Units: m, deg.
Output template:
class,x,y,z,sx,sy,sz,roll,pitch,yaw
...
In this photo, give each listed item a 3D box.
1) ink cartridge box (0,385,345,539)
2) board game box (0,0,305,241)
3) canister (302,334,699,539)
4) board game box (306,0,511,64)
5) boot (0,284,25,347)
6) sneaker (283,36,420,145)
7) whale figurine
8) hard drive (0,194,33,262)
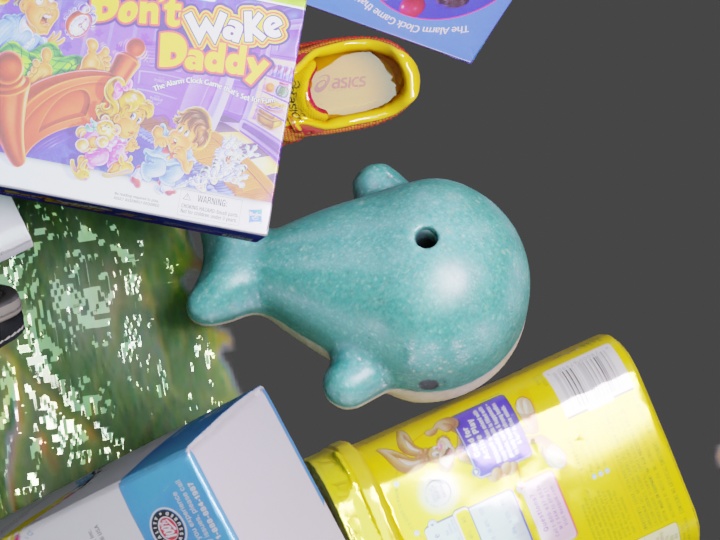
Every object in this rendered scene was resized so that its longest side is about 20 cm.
class,x,y,z,sx,sy,sz,roll,pitch,yaw
ink cartridge box,-0.122,0.184,1.441,0.199,0.146,0.147,-27,94,18
board game box,-0.140,-0.101,1.449,0.198,0.045,0.136,10,85,-9
canister,0.084,0.140,1.543,0.199,0.087,0.149,-23,93,-11
board game box,0.010,-0.210,1.492,0.199,0.045,0.135,17,123,-29
boot,-0.263,0.109,1.485,0.203,0.073,0.155,-27,109,-12
sneaker,-0.062,-0.102,1.528,0.199,0.077,0.074,-17,93,-8
whale figurine,0.000,0.000,1.516,0.198,0.104,0.160,9,63,3
hard drive,-0.302,-0.029,1.472,0.199,0.026,0.133,-26,78,-9
